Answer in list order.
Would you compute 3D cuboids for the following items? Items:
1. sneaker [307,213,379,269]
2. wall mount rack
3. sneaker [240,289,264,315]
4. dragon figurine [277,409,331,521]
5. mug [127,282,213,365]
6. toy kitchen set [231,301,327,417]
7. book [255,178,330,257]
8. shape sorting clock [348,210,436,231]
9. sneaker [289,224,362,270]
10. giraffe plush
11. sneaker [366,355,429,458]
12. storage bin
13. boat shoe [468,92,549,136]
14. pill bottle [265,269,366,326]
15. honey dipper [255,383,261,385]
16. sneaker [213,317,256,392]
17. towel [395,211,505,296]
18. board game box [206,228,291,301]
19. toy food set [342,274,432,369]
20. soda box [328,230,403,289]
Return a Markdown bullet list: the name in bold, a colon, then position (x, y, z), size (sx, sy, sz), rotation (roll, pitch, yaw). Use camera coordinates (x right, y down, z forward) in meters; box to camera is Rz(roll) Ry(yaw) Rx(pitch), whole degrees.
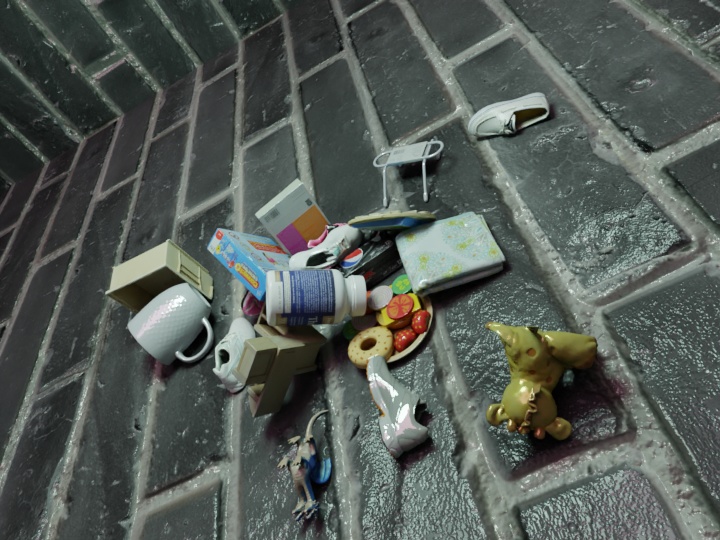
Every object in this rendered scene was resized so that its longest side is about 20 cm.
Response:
- **sneaker**: position (-0.042, -0.084, 1.441), size (0.199, 0.096, 0.079), rotation (-34, 38, 2)
- **wall mount rack**: position (0.123, -0.251, 1.502), size (0.198, 0.075, 0.175), rotation (-5, 46, 33)
- **sneaker**: position (-0.258, 0.035, 1.504), size (0.086, 0.074, 0.202), rotation (-6, 44, 31)
- **dragon figurine**: position (-0.092, 0.355, 1.086), size (0.058, 0.100, 0.201), rotation (-18, 24, 22)
- **mug**: position (-0.455, 0.142, 1.502), size (0.175, 0.148, 0.200), rotation (-44, 73, -7)
- **toy kitchen set**: position (-0.214, 0.178, 1.239), size (0.180, 0.199, 0.165), rotation (34, 111, 33)
- **book**: position (-0.147, -0.105, 1.454), size (0.133, 0.201, 0.048), rotation (-39, 40, -4)
- **shape sorting clock**: position (0.070, -0.112, 1.329), size (0.198, 0.199, 0.040), rotation (0, 89, 35)
- **sneaker**: position (-0.062, -0.043, 1.350), size (0.199, 0.076, 0.088), rotation (-33, 13, -26)
- **giraffe plush**: position (0.276, 0.175, 0.935), size (0.171, 0.199, 0.165), rotation (5, 84, 34)
- **sneaker**: position (0.072, 0.236, 1.082), size (0.091, 0.076, 0.202), rotation (-22, 49, 6)
- **storage bin**: position (-0.531, 0.040, 1.599), size (0.198, 0.199, 0.095), rotation (-24, 50, 15)
- **boat shoe**: position (0.359, -0.364, 1.439), size (0.197, 0.071, 0.070), rotation (-14, 42, 16)
- **pill bottle**: position (-0.091, 0.054, 1.208), size (0.197, 0.112, 0.112), rotation (-1, 41, -12)
- **honey dipper**: position (-0.185, 0.174, 1.345), size (0.038, 0.038, 0.201), rotation (16, 61, 44)
- **sneaker**: position (-0.294, 0.180, 1.386), size (0.070, 0.080, 0.202), rotation (-23, 40, 18)
- **towel**: position (0.184, -0.040, 1.239), size (0.197, 0.049, 0.172), rotation (-17, 41, 1)
- **board game box**: position (-0.219, -0.008, 1.368), size (0.195, 0.199, 0.056), rotation (40, 104, 25)
- **toy food set**: position (0.054, 0.104, 1.227), size (0.198, 0.049, 0.199), rotation (-28, 41, 11)
- **soda box**: position (0.000, 0.000, 1.347), size (0.199, 0.071, 0.064), rotation (-34, 37, 3)
